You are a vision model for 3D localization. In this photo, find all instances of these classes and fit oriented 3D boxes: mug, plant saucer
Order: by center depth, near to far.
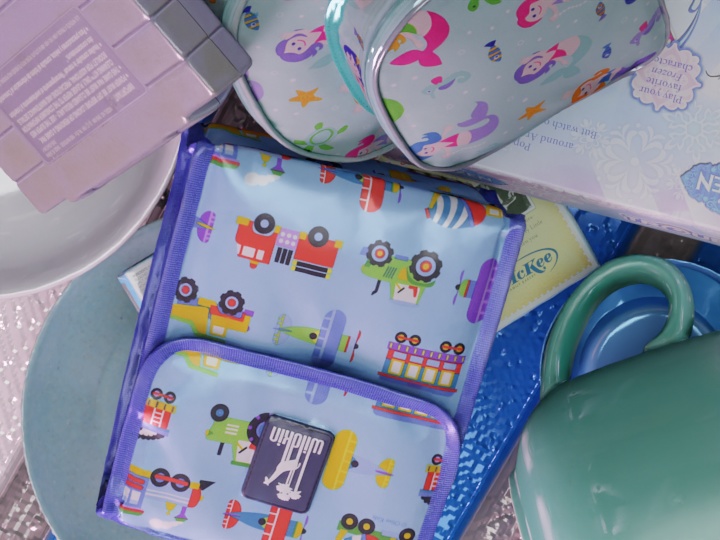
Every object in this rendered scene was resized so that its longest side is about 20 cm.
[{"bbox_3d":[0.131,0.105,1.261,0.114,0.185,0.152,-19,132,6],"label":"mug"},{"bbox_3d":[-0.065,0.070,1.330,0.201,0.039,0.201,1,87,-12],"label":"plant saucer"}]

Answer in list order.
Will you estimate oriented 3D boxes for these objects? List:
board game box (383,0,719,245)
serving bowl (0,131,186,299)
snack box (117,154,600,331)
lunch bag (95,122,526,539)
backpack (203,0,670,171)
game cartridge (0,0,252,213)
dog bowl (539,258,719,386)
[{"bbox_3d":[0.129,-0.124,1.269,0.200,0.043,0.199,16,82,11],"label":"board game box"},{"bbox_3d":[-0.178,-0.089,1.300,0.200,0.066,0.201,0,98,-2],"label":"serving bowl"},{"bbox_3d":[0.000,0.000,1.307,0.200,0.037,0.116,-31,93,-11],"label":"snack box"},{"bbox_3d":[-0.028,0.048,1.248,0.150,0.094,0.200,13,99,-9],"label":"lunch bag"},{"bbox_3d":[0.026,-0.134,1.167,0.200,0.178,0.151,-25,58,1],"label":"backpack"},{"bbox_3d":[-0.130,-0.100,1.179,0.130,0.200,0.038,46,61,-11],"label":"game cartridge"},{"bbox_3d":[0.146,0.090,1.348,0.111,0.050,0.200,-9,99,-1],"label":"dog bowl"}]
